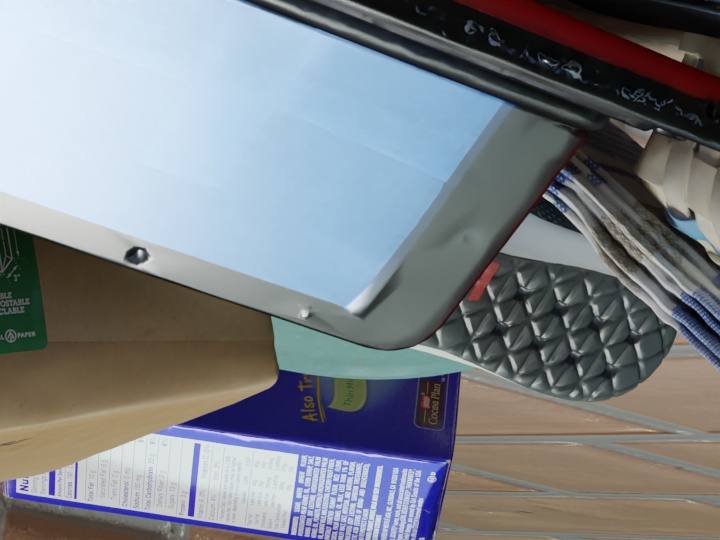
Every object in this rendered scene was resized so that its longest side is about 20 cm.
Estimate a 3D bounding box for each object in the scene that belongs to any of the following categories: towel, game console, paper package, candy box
[{"bbox_3d":[0.085,-0.023,0.821,0.200,0.024,0.147,43,-167,21],"label":"towel"},{"bbox_3d":[-0.021,-0.034,0.673,0.200,0.119,0.172,18,-172,-23],"label":"game console"},{"bbox_3d":[-0.155,0.018,0.837,0.200,0.104,0.190,-7,170,-36],"label":"paper package"},{"bbox_3d":[-0.055,0.038,1.173,0.199,0.169,0.077,9,132,-1],"label":"candy box"}]

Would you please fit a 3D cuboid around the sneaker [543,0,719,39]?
[{"bbox_3d":[0.044,-0.104,0.596,0.200,0.081,0.146,9,167,-39],"label":"sneaker"}]

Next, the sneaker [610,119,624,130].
[{"bbox_3d":[0.066,-0.023,1.044,0.077,0.079,0.200,6,159,6],"label":"sneaker"}]

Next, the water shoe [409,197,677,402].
[{"bbox_3d":[0.013,-0.018,0.831,0.200,0.072,0.079,28,-159,-27],"label":"water shoe"}]

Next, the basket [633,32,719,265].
[{"bbox_3d":[0.193,-0.020,0.717,0.200,0.139,0.176,25,-173,-17],"label":"basket"}]

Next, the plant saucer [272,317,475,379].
[{"bbox_3d":[0.000,0.000,0.952,0.199,0.036,0.200,3,156,1],"label":"plant saucer"}]
